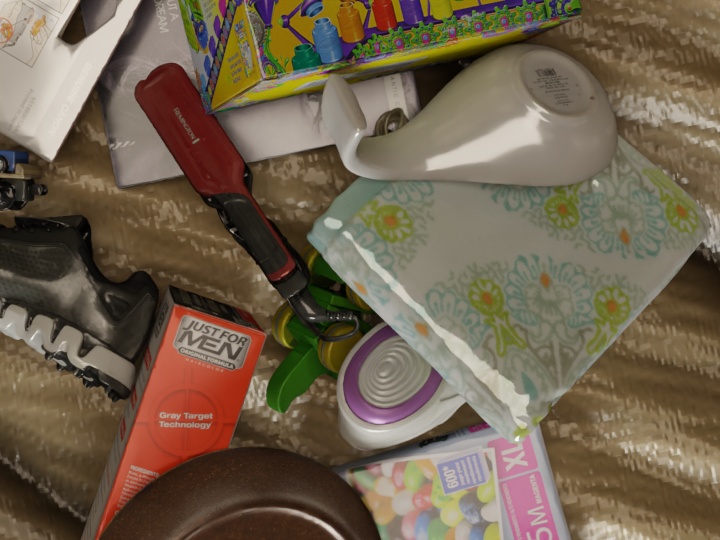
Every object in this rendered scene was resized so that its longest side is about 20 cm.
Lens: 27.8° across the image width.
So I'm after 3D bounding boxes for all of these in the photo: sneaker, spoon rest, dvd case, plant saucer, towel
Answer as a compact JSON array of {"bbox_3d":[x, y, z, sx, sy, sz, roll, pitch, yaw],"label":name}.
[{"bbox_3d":[0.059,0.038,0.902,0.199,0.100,0.075,-35,73,-20],"label":"sneaker"},{"bbox_3d":[0.063,-0.086,0.830,0.199,0.061,0.100,-7,60,-32],"label":"spoon rest"},{"bbox_3d":[-0.071,-0.144,0.916,0.198,0.016,0.150,-11,92,0],"label":"dvd case"},{"bbox_3d":[-0.068,0.204,0.842,0.199,0.034,0.202,-5,102,-23],"label":"plant saucer"},{"bbox_3d":[0.092,-0.022,0.854,0.171,0.048,0.200,43,62,10],"label":"towel"},{"bbox_3d":[-0.210,-0.002,0.898,0.199,0.067,0.091,27,76,6],"label":"sneaker"}]

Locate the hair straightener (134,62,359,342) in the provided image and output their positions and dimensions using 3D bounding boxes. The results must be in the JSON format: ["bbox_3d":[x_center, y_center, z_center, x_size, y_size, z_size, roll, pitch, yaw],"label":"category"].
[{"bbox_3d":[-0.063,-0.035,0.876,0.041,0.077,0.200,-39,74,-3],"label":"hair straightener"}]

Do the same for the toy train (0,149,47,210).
[{"bbox_3d":[-0.287,-0.066,0.894,0.198,0.034,0.046,5,93,9],"label":"toy train"}]

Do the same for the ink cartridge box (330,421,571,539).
[{"bbox_3d":[0.032,0.173,0.919,0.198,0.042,0.120,-16,92,2],"label":"ink cartridge box"}]

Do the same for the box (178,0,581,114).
[{"bbox_3d":[-0.005,-0.210,0.831,0.199,0.122,0.194,-14,93,-20],"label":"box"}]

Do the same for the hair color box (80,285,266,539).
[{"bbox_3d":[-0.120,0.117,0.879,0.061,0.101,0.202,18,93,-11],"label":"hair color box"}]

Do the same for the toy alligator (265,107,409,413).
[{"bbox_3d":[0.000,0.000,0.907,0.054,0.059,0.201,27,86,-45],"label":"toy alligator"}]

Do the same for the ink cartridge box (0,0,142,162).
[{"bbox_3d":[-0.214,-0.194,0.898,0.175,0.045,0.201,30,92,-1],"label":"ink cartridge box"}]
